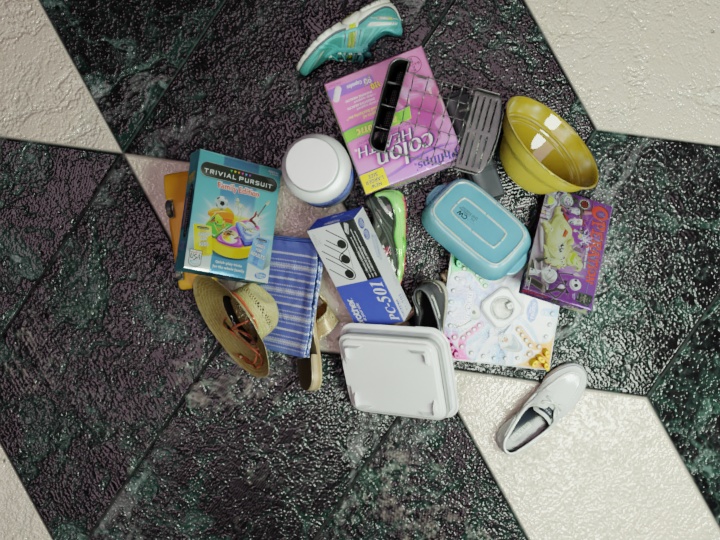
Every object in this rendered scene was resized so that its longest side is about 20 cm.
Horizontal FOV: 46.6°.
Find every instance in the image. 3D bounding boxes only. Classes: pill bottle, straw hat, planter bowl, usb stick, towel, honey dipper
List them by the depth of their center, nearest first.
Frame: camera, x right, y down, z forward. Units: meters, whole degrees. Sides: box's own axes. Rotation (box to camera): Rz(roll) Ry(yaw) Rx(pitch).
[{"bbox_3d":[-0.069,-0.163,1.369,0.112,0.200,0.112,0,91,2],"label":"pill bottle"},{"bbox_3d":[0.293,-0.189,1.390,0.200,0.200,0.083,46,128,1],"label":"planter bowl"},{"bbox_3d":[-0.186,0.073,1.397,0.085,0.201,0.201,-35,89,-29],"label":"straw hat"},{"bbox_3d":[-0.132,0.041,1.426,0.145,0.024,0.200,8,91,37],"label":"towel"},{"bbox_3d":[0.194,-0.211,1.439,0.055,0.033,0.200,-19,89,-8],"label":"usb stick"},{"bbox_3d":[0.106,0.055,1.442,0.200,0.038,0.038,-40,89,1],"label":"honey dipper"}]

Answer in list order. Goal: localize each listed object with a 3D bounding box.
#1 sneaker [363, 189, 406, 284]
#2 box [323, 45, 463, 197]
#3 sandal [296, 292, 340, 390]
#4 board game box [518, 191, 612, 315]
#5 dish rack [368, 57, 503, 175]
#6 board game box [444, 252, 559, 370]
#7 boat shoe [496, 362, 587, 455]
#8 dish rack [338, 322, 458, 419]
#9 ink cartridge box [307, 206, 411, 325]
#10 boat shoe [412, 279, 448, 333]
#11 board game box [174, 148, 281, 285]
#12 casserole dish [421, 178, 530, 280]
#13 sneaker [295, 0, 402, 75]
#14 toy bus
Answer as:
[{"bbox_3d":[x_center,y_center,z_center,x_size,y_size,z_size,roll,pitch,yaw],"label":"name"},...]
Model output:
[{"bbox_3d":[0.035,-0.042,1.411,0.084,0.077,0.200,2,112,5],"label":"sneaker"},{"bbox_3d":[0.056,-0.246,1.415,0.176,0.097,0.200,-20,90,2],"label":"box"},{"bbox_3d":[-0.069,0.100,1.446,0.070,0.078,0.212,2,80,-31],"label":"sandal"},{"bbox_3d":[0.345,-0.036,1.399,0.120,0.032,0.200,19,67,-3],"label":"board game box"},{"bbox_3d":[0.125,-0.240,1.337,0.200,0.055,0.154,15,91,2],"label":"dish rack"},{"bbox_3d":[0.242,0.065,1.422,0.200,0.026,0.200,7,98,-5],"label":"board game box"},{"bbox_3d":[0.315,0.241,1.422,0.074,0.065,0.200,40,92,2],"label":"boat shoe"},{"bbox_3d":[0.056,0.174,1.384,0.200,0.044,0.172,2,116,28],"label":"dish rack"},{"bbox_3d":[0.000,0.000,1.376,0.094,0.044,0.200,-13,116,31],"label":"ink cartridge box"},{"bbox_3d":[0.109,0.117,1.393,0.073,0.063,0.200,2,95,30],"label":"boat shoe"},{"bbox_3d":[-0.219,-0.086,1.399,0.151,0.047,0.200,11,79,-31],"label":"board game box"},{"bbox_3d":[0.193,-0.074,1.384,0.200,0.039,0.121,42,76,12],"label":"casserole dish"},{"bbox_3d":[-0.020,-0.389,1.431,0.200,0.078,0.080,-31,98,2],"label":"sneaker"},{"bbox_3d":[-0.290,-0.070,1.440,0.065,0.078,0.200,-9,90,2],"label":"toy bus"}]
